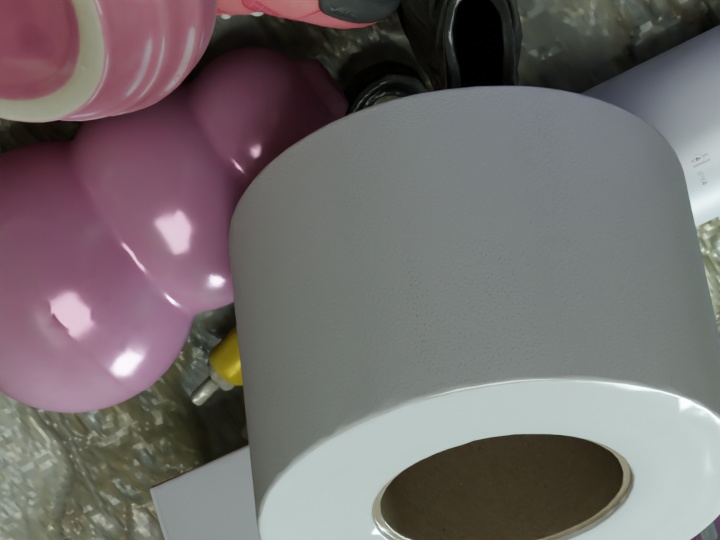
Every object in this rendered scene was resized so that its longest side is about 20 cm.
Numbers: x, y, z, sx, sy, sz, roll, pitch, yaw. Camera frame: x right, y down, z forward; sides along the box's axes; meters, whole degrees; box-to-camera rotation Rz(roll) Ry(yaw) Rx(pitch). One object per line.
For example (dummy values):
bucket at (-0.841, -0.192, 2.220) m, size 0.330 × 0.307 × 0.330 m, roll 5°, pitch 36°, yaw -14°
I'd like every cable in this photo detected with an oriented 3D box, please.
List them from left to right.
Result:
cable at (0.000, 0.000, 1.225) m, size 0.097 × 0.050 × 0.200 m, roll 18°, pitch 122°, yaw -21°

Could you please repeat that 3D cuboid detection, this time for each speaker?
speaker at (0.138, -0.055, 1.187) m, size 0.199 × 0.081 × 0.081 m, roll -27°, pitch 123°, yaw 11°

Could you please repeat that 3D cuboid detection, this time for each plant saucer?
plant saucer at (-0.155, -0.133, 1.052) m, size 0.200 × 0.051 × 0.201 m, roll 21°, pitch 143°, yaw 17°

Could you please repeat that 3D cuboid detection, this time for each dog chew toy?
dog chew toy at (-0.093, -0.026, 1.160) m, size 0.200 × 0.125 × 0.125 m, roll -36°, pitch 121°, yaw 7°

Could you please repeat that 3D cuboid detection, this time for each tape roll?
tape roll at (0.049, 0.036, 1.079) m, size 0.202 × 0.140 × 0.203 m, roll -5°, pitch 149°, yaw -3°

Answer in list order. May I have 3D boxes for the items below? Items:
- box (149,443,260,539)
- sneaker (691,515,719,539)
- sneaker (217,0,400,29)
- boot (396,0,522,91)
box at (0.020, 0.120, 1.252) m, size 0.199 × 0.098 × 0.124 m, roll -24°, pitch 159°, yaw 9°
sneaker at (0.119, 0.165, 1.343) m, size 0.199 × 0.081 × 0.089 m, roll -13°, pitch 132°, yaw 7°
sneaker at (-0.078, -0.136, 1.104) m, size 0.199 × 0.074 × 0.087 m, roll 19°, pitch 136°, yaw 6°
boot at (0.044, -0.142, 1.085) m, size 0.067 × 0.131 × 0.201 m, roll -10°, pitch 125°, yaw -1°
